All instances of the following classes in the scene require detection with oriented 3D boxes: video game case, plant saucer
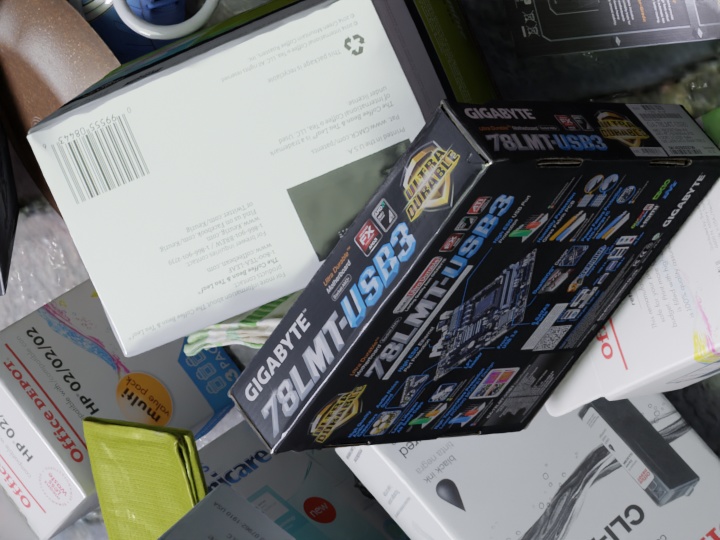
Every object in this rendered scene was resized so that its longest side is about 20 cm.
[{"bbox_3d":[-0.235,-0.102,1.784,0.019,0.143,0.200,-8,113,0],"label":"video game case"},{"bbox_3d":[-0.171,-0.081,1.744,0.200,0.037,0.201,48,159,26],"label":"plant saucer"}]

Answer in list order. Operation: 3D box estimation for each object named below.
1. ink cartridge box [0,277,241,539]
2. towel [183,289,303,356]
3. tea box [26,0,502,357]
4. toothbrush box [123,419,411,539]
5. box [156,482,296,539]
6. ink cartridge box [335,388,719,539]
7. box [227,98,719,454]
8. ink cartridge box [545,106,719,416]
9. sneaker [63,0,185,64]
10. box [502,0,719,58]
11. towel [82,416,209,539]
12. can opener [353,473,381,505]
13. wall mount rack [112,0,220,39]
[{"bbox_3d":[-0.175,0.083,1.775,0.115,0.200,0.068,51,136,5],"label":"ink cartridge box"},{"bbox_3d":[0.000,0.000,1.587,0.200,0.152,0.023,-5,119,60],"label":"towel"},{"bbox_3d":[-0.040,-0.070,1.546,0.200,0.197,0.134,-22,98,14],"label":"tea box"},{"bbox_3d":[-0.027,0.187,1.748,0.200,0.146,0.085,40,131,17],"label":"toothbrush box"},{"bbox_3d":[-0.072,0.257,1.633,0.184,0.105,0.200,38,124,9],"label":"box"},{"bbox_3d":[0.106,0.120,1.595,0.200,0.144,0.084,49,166,7],"label":"ink cartridge box"},{"bbox_3d":[0.060,0.003,1.435,0.050,0.198,0.200,52,123,28],"label":"box"},{"bbox_3d":[0.170,-0.006,1.523,0.200,0.067,0.117,-27,75,44],"label":"ink cartridge box"},{"bbox_3d":[-0.127,-0.198,1.675,0.077,0.076,0.200,13,121,39],"label":"sneaker"},{"bbox_3d":[0.130,-0.213,1.480,0.158,0.048,0.200,-4,110,39],"label":"box"},{"bbox_3d":[-0.113,0.182,1.703,0.086,0.018,0.200,4,114,37],"label":"towel"},{"bbox_3d":[0.007,0.061,1.726,0.200,0.079,0.063,62,173,-1],"label":"can opener"},{"bbox_3d":[-0.070,-0.223,1.569,0.173,0.075,0.200,9,83,10],"label":"wall mount rack"}]
